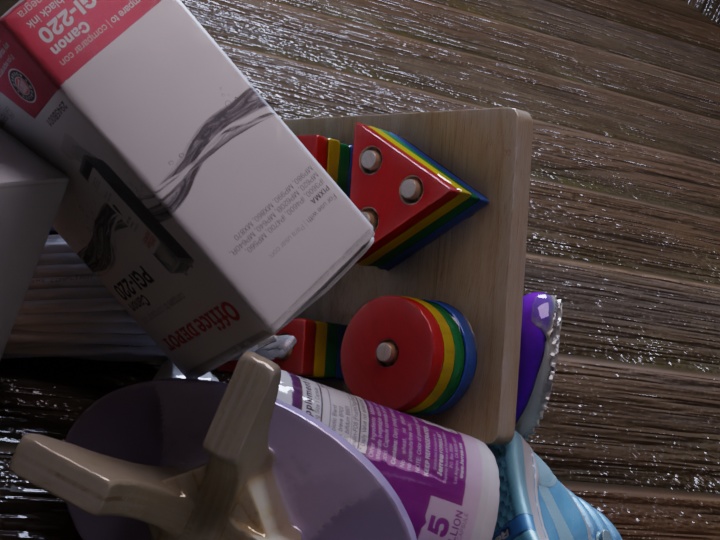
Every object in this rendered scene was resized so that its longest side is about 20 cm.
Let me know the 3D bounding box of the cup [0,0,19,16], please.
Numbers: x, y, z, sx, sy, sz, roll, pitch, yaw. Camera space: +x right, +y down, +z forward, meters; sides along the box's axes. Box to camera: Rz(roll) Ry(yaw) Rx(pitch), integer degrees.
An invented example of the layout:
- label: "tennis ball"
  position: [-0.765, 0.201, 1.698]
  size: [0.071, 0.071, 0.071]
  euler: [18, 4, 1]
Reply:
- label: "cup"
  position: [-0.351, -0.237, 1.491]
  size: [0.199, 0.144, 0.201]
  euler: [23, 21, -9]

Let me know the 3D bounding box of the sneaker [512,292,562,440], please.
- label: "sneaker"
  position: [0.059, 0.076, 1.168]
  size: [0.099, 0.201, 0.070]
  euler: [19, 50, -7]

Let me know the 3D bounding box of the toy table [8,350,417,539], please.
- label: "toy table"
  position: [-0.071, 0.127, 0.907]
  size: [0.198, 0.186, 0.117]
  euler: [13, 2, 10]

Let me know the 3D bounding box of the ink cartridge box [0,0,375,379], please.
- label: "ink cartridge box"
  position: [-0.104, -0.052, 0.928]
  size: [0.200, 0.085, 0.145]
  euler: [47, -25, -6]

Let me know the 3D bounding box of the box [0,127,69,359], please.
- label: "box"
  position: [-0.250, 0.013, 0.915]
  size: [0.124, 0.201, 0.097]
  euler: [35, 22, 24]

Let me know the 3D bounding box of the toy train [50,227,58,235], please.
- label: "toy train"
  position: [-0.172, -0.072, 1.111]
  size: [0.086, 0.116, 0.200]
  euler: [4, -5, -2]

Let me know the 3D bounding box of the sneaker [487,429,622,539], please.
- label: "sneaker"
  position: [0.116, 0.196, 1.086]
  size: [0.130, 0.079, 0.201]
  euler: [38, 33, -29]

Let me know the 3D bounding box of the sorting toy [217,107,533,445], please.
- label: "sorting toy"
  position: [0.000, 0.000, 1.128]
  size: [0.197, 0.203, 0.069]
  euler: [0, -6, 36]

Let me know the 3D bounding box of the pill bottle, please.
- label: "pill bottle"
  position: [-0.030, 0.121, 1.036]
  size: [0.198, 0.113, 0.113]
  euler: [19, 21, -15]

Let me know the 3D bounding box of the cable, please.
- label: "cable"
  position: [-0.161, 0.017, 1.076]
  size: [0.198, 0.070, 0.199]
  euler: [4, -5, -35]
